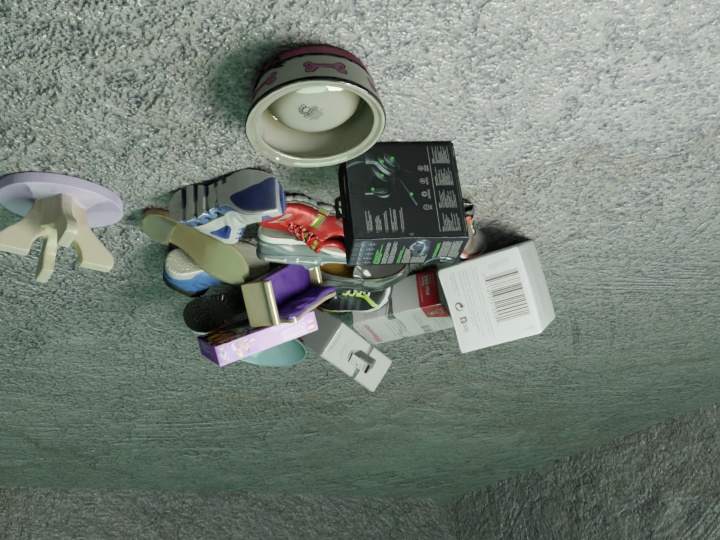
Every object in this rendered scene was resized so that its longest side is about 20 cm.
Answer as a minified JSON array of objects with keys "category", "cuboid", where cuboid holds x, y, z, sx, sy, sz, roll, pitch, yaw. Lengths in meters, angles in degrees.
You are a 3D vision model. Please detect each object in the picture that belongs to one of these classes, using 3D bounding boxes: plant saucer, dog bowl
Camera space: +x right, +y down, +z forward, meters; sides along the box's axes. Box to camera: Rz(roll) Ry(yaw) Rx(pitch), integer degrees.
[{"category":"plant saucer","cuboid":[-0.205,0.142,1.729,0.196,0.039,0.202,7,152,3]},{"category":"dog bowl","cuboid":[-0.064,-0.229,1.162,0.195,0.075,0.201,-5,154,-2]}]

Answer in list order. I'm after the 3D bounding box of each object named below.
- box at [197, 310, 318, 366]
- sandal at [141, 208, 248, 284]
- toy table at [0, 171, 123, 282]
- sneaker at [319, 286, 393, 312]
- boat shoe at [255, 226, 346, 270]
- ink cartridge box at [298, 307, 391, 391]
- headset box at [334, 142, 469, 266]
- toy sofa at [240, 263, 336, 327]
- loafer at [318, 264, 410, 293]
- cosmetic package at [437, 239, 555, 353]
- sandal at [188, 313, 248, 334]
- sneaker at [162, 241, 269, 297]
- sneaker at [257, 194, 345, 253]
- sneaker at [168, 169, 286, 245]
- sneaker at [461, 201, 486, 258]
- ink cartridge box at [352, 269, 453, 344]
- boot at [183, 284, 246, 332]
[{"category":"box","cuboid":[-0.192,0.116,1.548,0.197,0.040,0.136,-19,-169,-23]},{"category":"sandal","cuboid":[-0.284,-0.059,1.476,0.209,0.070,0.078,30,119,-20]},{"category":"toy table","cuboid":[-0.481,-0.070,1.334,0.196,0.119,0.184,6,151,-22]},{"category":"sneaker","cuboid":[-0.026,0.049,1.711,0.197,0.073,0.082,-15,158,34]},{"category":"boat shoe","cuboid":[-0.097,-0.036,1.529,0.196,0.073,0.063,10,120,-16]},{"category":"ink cartridge box","cuboid":[-0.046,0.160,1.784,0.146,0.084,0.200,29,172,45]},{"category":"headset box","cuboid":[0.058,-0.105,1.326,0.195,0.178,0.093,-3,154,-10]},{"category":"toy sofa","cuboid":[-0.128,0.033,1.546,0.096,0.085,0.200,-7,-167,26]},{"category":"loafer","cuboid":[0.000,0.000,1.649,0.195,0.074,0.073,-11,150,6]},{"category":"cosmetic package","cuboid":[0.269,0.047,1.623,0.162,0.168,0.199,-17,178,21]},{"category":"sandal","cuboid":[-0.267,0.096,1.765,0.202,0.081,0.059,-13,151,8]},{"category":"sneaker","cuboid":[-0.276,0.000,1.577,0.196,0.078,0.111,-5,162,-22]},{"category":"sneaker","cuboid":[-0.088,-0.074,1.458,0.196,0.087,0.077,7,150,-28]},{"category":"sneaker","cuboid":[-0.208,-0.102,1.394,0.195,0.082,0.115,-7,159,17]},{"category":"sneaker","cuboid":[0.186,-0.084,1.522,0.081,0.078,0.198,-32,146,30]},{"category":"ink cartridge box","cuboid":[0.092,0.081,1.799,0.196,0.085,0.147,-13,154,15]},{"category":"boot","cuboid":[-0.228,0.058,1.637,0.178,0.074,0.200,-15,-174,20]}]
